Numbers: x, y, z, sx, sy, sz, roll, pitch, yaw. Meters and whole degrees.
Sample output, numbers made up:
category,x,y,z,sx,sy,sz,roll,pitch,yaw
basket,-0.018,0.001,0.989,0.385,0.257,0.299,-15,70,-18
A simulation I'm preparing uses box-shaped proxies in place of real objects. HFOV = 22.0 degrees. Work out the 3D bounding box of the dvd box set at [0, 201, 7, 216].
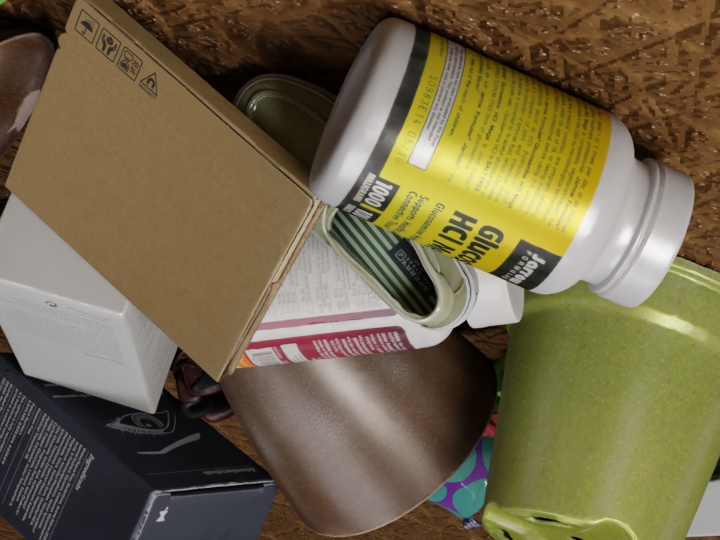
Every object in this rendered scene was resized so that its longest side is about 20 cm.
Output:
category,x,y,z,sx,sy,sz,roll,pitch,yaw
dvd box set,-0.245,0.006,1.559,0.200,0.029,0.146,35,153,-34

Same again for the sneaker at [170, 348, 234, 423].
category,x,y,z,sx,sy,sz,roll,pitch,yaw
sneaker,-0.153,0.062,1.461,0.200,0.116,0.076,2,145,11

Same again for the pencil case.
category,x,y,z,sx,sy,sz,roll,pitch,yaw
pencil case,0.027,0.143,1.586,0.200,0.085,0.092,27,143,-17

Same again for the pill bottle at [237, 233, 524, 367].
category,x,y,z,sx,sy,sz,roll,pitch,yaw
pill bottle,0.000,0.000,1.199,0.200,0.110,0.110,-7,151,13

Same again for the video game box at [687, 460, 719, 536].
category,x,y,z,sx,sy,sz,roll,pitch,yaw
video game box,0.277,0.168,1.388,0.182,0.047,0.200,-3,173,-36

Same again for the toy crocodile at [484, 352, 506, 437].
category,x,y,z,sx,sy,sz,roll,pitch,yaw
toy crocodile,0.105,0.106,1.469,0.200,0.062,0.068,-5,148,44

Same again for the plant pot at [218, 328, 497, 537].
category,x,y,z,sx,sy,sz,roll,pitch,yaw
plant pot,-0.033,0.061,1.358,0.187,0.187,0.200,-9,131,48

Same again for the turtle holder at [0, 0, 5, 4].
category,x,y,z,sx,sy,sz,roll,pitch,yaw
turtle holder,-0.246,-0.208,0.934,0.185,0.141,0.132,23,176,-33

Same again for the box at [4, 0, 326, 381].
category,x,y,z,sx,sy,sz,roll,pitch,yaw
box,-0.125,-0.051,1.141,0.200,0.021,0.164,41,129,14

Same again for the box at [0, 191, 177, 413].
category,x,y,z,sx,sy,sz,roll,pitch,yaw
box,-0.179,-0.010,1.310,0.106,0.152,0.200,16,157,6

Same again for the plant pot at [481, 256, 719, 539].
category,x,y,z,sx,sy,sz,roll,pitch,yaw
plant pot,0.169,0.106,1.260,0.200,0.184,0.200,17,157,7

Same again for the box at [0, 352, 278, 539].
category,x,y,z,sx,sy,sz,roll,pitch,yaw
box,-0.190,0.154,1.414,0.200,0.104,0.148,36,-162,33

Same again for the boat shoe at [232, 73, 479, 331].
category,x,y,z,sx,sy,sz,roll,pitch,yaw
boat shoe,-0.005,-0.046,1.113,0.200,0.072,0.062,45,-170,12

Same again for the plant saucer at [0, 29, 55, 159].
category,x,y,z,sx,sy,sz,roll,pitch,yaw
plant saucer,-0.278,-0.086,1.189,0.037,0.200,0.200,41,158,5

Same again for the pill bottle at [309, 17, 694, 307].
category,x,y,z,sx,sy,sz,roll,pitch,yaw
pill bottle,0.081,-0.055,1.051,0.200,0.112,0.112,23,157,-9
